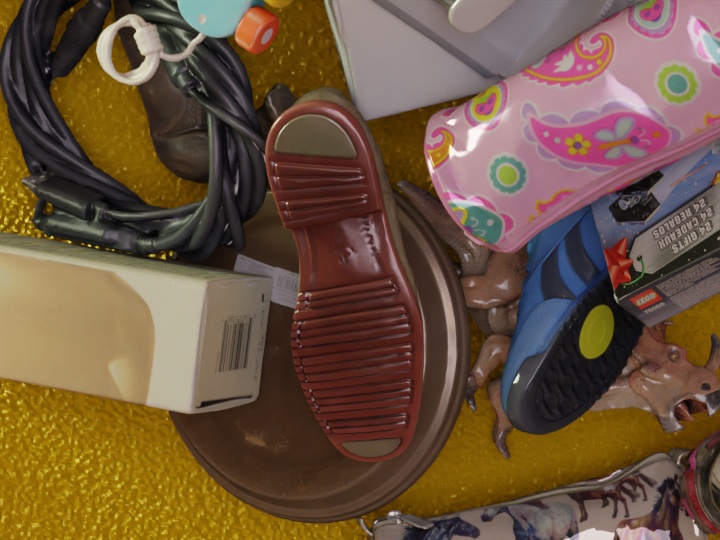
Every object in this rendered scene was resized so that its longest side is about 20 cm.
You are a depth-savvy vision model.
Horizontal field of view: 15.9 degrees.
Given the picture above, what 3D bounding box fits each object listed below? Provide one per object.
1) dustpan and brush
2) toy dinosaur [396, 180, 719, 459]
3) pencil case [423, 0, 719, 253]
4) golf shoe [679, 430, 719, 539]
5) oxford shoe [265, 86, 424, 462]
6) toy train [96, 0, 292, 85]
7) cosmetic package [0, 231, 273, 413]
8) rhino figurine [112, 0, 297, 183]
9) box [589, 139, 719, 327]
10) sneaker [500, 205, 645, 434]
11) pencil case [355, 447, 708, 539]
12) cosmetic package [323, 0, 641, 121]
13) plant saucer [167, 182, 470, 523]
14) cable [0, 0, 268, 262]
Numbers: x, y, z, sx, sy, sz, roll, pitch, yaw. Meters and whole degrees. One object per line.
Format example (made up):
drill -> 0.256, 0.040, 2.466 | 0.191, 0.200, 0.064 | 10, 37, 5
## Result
dustpan and brush -> 0.093, -0.167, 1.240 | 0.139, 0.057, 0.200 | 30, 121, -34
toy dinosaur -> 0.103, 0.017, 1.440 | 0.135, 0.086, 0.200 | -34, 89, 1
pencil case -> 0.130, -0.081, 1.275 | 0.199, 0.087, 0.088 | -26, 94, 22
golf shoe -> 0.272, 0.086, 1.416 | 0.200, 0.092, 0.073 | -30, 92, -29
oxford shoe -> 0.000, 0.000, 1.349 | 0.070, 0.075, 0.201 | -3, 109, 11
toy train -> -0.093, -0.201, 1.307 | 0.150, 0.056, 0.201 | -8, 97, 29
cosmetic package -> -0.159, 0.024, 1.392 | 0.199, 0.105, 0.071 | 9, 94, 19
rhino figurine -> -0.103, -0.139, 1.427 | 0.060, 0.087, 0.201 | -22, 93, -40
box -> 0.205, -0.075, 1.299 | 0.199, 0.040, 0.137 | -28, 53, 22
sneaker -> 0.117, -0.002, 1.385 | 0.078, 0.066, 0.201 | 15, 66, 36
pencil case -> 0.098, 0.158, 1.447 | 0.199, 0.078, 0.090 | -14, 108, 0
cosmetic package -> 0.067, -0.208, 1.355 | 0.199, 0.165, 0.165 | -12, 133, -1
plant saucer -> -0.034, 0.040, 1.417 | 0.199, 0.029, 0.201 | 1, 92, 29
cable -> -0.116, -0.087, 1.387 | 0.051, 0.199, 0.164 | -9, 104, -45
